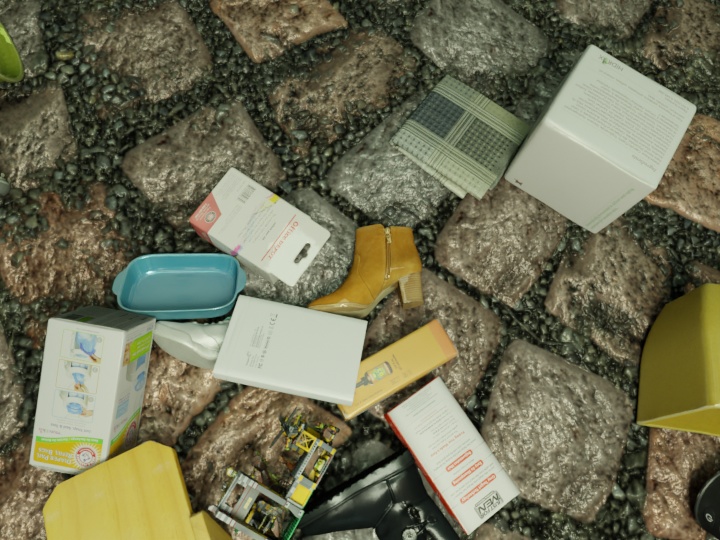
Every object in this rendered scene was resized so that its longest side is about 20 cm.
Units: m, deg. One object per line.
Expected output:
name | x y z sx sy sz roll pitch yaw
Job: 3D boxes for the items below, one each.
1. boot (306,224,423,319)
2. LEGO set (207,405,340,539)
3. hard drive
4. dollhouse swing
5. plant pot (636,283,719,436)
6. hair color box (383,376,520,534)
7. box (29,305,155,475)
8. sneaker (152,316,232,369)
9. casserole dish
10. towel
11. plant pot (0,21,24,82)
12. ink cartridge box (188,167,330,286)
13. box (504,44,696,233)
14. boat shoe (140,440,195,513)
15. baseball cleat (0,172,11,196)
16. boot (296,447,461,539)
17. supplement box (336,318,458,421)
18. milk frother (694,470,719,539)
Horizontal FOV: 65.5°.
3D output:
boot | 0.001 0.000 0.910 0.200 0.071 0.145 -8 68 -9
LEGO set | -0.129 0.273 0.766 0.116 0.154 0.201 35 81 -11
hard drive | -0.098 0.114 0.818 0.198 0.027 0.133 11 54 1
dollhouse swing | -0.278 0.357 0.721 0.199 0.182 0.176 -25 47 -9
plant pot | 0.555 0.135 0.848 0.194 0.194 0.201 9 68 -2
hair color box | 0.132 0.271 0.835 0.101 0.061 0.201 -32 77 -12
box | -0.364 0.161 0.771 0.101 0.113 0.202 11 95 -1
sneaker | -0.218 0.103 0.862 0.199 0.075 0.089 18 59 -4
casserole dish | -0.277 0.028 0.869 0.198 0.039 0.122 -1 45 -6
towel | 0.183 -0.239 1.013 0.199 0.035 0.193 35 71 8
plant pot | -0.699 -0.359 0.906 0.183 0.200 0.201 -28 77 0
ink cartridge box | -0.158 -0.061 0.909 0.199 0.068 0.117 33 74 7
box | 0.384 -0.208 0.926 0.199 0.199 0.172 34 74 6
boat shoe | -0.266 0.339 0.776 0.085 0.075 0.204 -3 77 -4
baseball cleat | -0.658 -0.104 0.890 0.198 0.070 0.107 0 80 5
boot | 0.027 0.372 0.788 0.199 0.076 0.169 -27 80 -7
supplement box | 0.048 0.153 0.862 0.199 0.069 0.067 -27 76 -13
milk frother | 0.621 0.378 0.774 0.199 0.188 0.181 -24 110 -6
